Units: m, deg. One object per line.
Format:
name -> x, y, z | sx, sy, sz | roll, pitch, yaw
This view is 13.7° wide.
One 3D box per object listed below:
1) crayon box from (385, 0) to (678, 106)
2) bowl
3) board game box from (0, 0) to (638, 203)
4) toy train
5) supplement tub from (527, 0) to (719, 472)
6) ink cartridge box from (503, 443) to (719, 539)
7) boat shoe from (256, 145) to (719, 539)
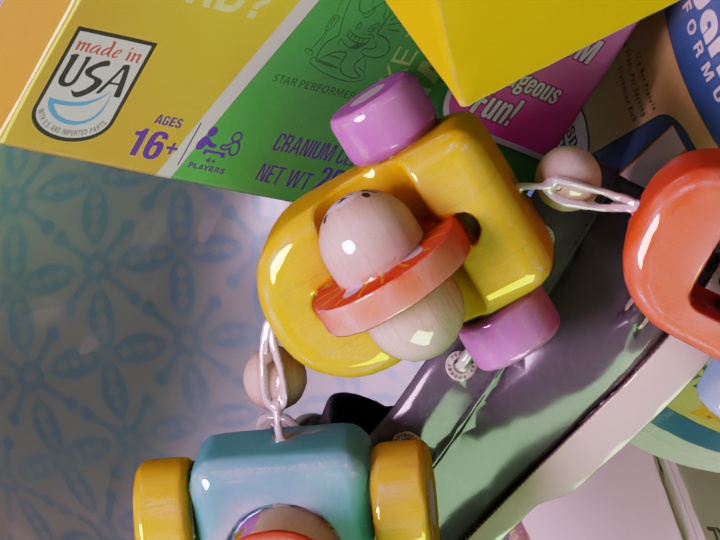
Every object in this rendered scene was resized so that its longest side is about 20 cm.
crayon box -> 0.082, -0.147, 0.582 | 0.200, 0.058, 0.173 | -26, 139, -9
bowl -> -0.073, -0.022, 0.765 | 0.200, 0.108, 0.201 | -17, 121, -31
board game box -> 0.017, -0.105, 0.655 | 0.153, 0.040, 0.200 | 10, 123, -40
toy train -> 0.034, 0.042, 0.669 | 0.200, 0.150, 0.056 | -56, -175, 17
supplement tub -> 0.131, -0.047, 0.762 | 0.144, 0.145, 0.200 | -3, 155, -29
ink cartridge box -> 0.064, 0.114, 0.969 | 0.200, 0.085, 0.145 | -31, 155, 32
boat shoe -> 0.006, 0.047, 0.740 | 0.200, 0.063, 0.073 | -43, -173, 21
